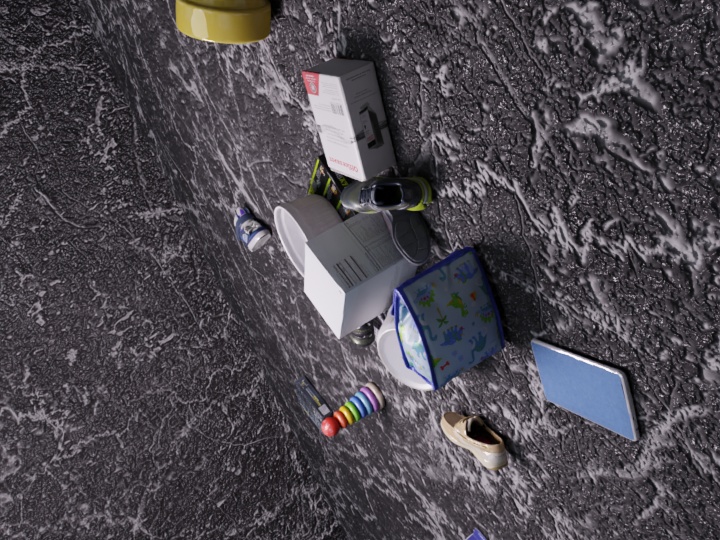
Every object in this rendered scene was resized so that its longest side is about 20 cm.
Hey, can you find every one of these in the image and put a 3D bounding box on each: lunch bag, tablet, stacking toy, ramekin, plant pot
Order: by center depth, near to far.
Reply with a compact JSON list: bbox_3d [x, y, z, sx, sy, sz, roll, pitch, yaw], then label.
[{"bbox_3d":[0.362,0.190,1.101,0.199,0.014,0.132,21,134,60],"label":"tablet"},{"bbox_3d":[0.150,0.078,1.210,0.127,0.169,0.202,33,146,52],"label":"lunch bag"},{"bbox_3d":[-0.280,-0.590,1.384,0.201,0.199,0.191,42,137,39],"label":"plant pot"},{"bbox_3d":[0.123,0.156,1.391,0.200,0.094,0.205,24,136,25],"label":"ramekin"},{"bbox_3d":[-0.108,-0.080,1.579,0.201,0.104,0.202,50,157,30],"label":"ramekin"},{"bbox_3d":[-0.029,0.411,1.968,0.085,0.198,0.086,46,153,32],"label":"stacking toy"}]

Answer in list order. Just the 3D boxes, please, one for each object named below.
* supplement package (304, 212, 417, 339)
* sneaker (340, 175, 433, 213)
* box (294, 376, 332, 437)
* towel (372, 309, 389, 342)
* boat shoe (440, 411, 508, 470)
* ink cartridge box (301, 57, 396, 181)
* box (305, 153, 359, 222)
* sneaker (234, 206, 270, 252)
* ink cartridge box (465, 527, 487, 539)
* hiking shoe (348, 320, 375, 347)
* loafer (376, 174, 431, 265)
[{"bbox_3d":[0.000,0.000,1.426,0.148,0.198,0.192,50,155,24],"label":"supplement package"},{"bbox_3d":[0.034,-0.144,1.260,0.198,0.080,0.075,-2,93,40],"label":"sneaker"},{"bbox_3d":[-0.178,0.531,2.633,0.200,0.051,0.159,45,153,34],"label":"box"},{"bbox_3d":[0.046,0.096,1.590,0.200,0.085,0.167,48,155,30],"label":"towel"},{"bbox_3d":[0.249,0.352,1.477,0.199,0.073,0.070,29,130,51],"label":"boat shoe"},{"bbox_3d":[-0.021,-0.290,1.286,0.146,0.082,0.202,30,142,52],"label":"ink cartridge box"},{"bbox_3d":[-0.050,-0.147,1.570,0.195,0.047,0.200,59,159,13],"label":"box"},{"bbox_3d":[-0.369,-0.146,2.219,0.148,0.080,0.200,57,163,0],"label":"sneaker"},{"bbox_3d":[0.350,0.818,1.823,0.200,0.040,0.202,47,154,33],"label":"ink cartridge box"},{"bbox_3d":[-0.033,0.080,1.564,0.200,0.075,0.102,41,145,26],"label":"hiking shoe"},{"bbox_3d":[0.081,-0.096,1.333,0.202,0.071,0.063,62,179,16],"label":"loafer"}]
